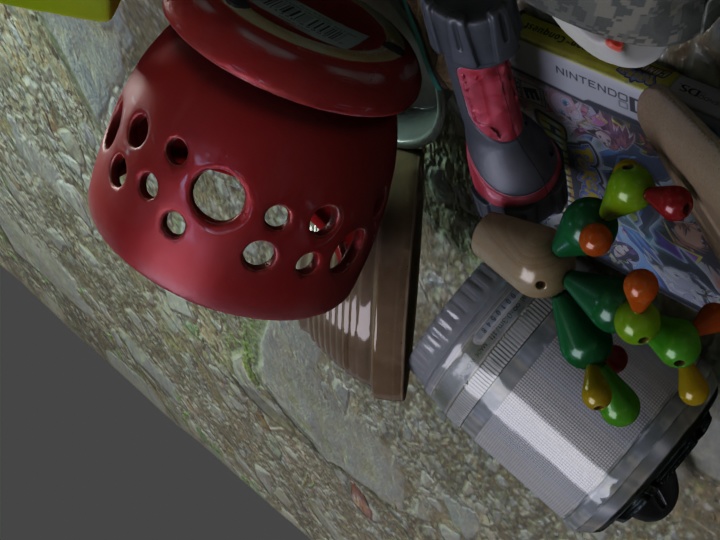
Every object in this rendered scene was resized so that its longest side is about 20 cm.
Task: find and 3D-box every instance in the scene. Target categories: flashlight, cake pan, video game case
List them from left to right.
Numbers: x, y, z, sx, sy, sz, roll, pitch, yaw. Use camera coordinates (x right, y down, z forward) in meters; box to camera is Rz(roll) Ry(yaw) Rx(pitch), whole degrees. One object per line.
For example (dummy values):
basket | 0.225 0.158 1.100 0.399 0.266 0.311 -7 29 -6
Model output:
cake pan | -0.004 -0.180 0.959 0.200 0.037 0.201 38 158 18
flashlight | 0.086 -0.102 0.795 0.067 0.069 0.200 -5 148 13
video game case | 0.181 -0.061 0.848 0.180 0.026 0.201 30 154 34

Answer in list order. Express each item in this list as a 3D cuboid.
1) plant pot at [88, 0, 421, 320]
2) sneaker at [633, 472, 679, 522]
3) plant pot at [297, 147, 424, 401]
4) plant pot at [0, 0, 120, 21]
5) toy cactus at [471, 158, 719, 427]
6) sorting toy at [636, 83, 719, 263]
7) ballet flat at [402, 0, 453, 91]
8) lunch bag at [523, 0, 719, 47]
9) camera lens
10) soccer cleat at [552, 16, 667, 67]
plant pot | -0.064 -0.096 0.864 0.200 0.200 0.184 36 119 21
sneaker | 0.200 0.144 1.153 0.201 0.076 0.115 48 169 15
plant pot | 0.000 0.000 1.037 0.092 0.203 0.201 5 150 5
plant pot | -0.240 -0.315 0.866 0.198 0.201 0.182 10 149 -4
toy cactus | 0.144 0.003 0.792 0.164 0.102 0.201 31 153 35
sorting toy | 0.228 0.006 0.711 0.201 0.036 0.186 58 -173 -29
ballet flat | 0.046 -0.192 0.803 0.072 0.068 0.200 -17 134 20
lunch bag | 0.112 -0.203 0.557 0.167 0.139 0.200 41 159 12
camera lens | 0.155 0.084 0.975 0.200 0.160 0.160 41 159 10
soccer cleat | 0.099 -0.195 0.717 0.200 0.069 0.078 45 180 -7
